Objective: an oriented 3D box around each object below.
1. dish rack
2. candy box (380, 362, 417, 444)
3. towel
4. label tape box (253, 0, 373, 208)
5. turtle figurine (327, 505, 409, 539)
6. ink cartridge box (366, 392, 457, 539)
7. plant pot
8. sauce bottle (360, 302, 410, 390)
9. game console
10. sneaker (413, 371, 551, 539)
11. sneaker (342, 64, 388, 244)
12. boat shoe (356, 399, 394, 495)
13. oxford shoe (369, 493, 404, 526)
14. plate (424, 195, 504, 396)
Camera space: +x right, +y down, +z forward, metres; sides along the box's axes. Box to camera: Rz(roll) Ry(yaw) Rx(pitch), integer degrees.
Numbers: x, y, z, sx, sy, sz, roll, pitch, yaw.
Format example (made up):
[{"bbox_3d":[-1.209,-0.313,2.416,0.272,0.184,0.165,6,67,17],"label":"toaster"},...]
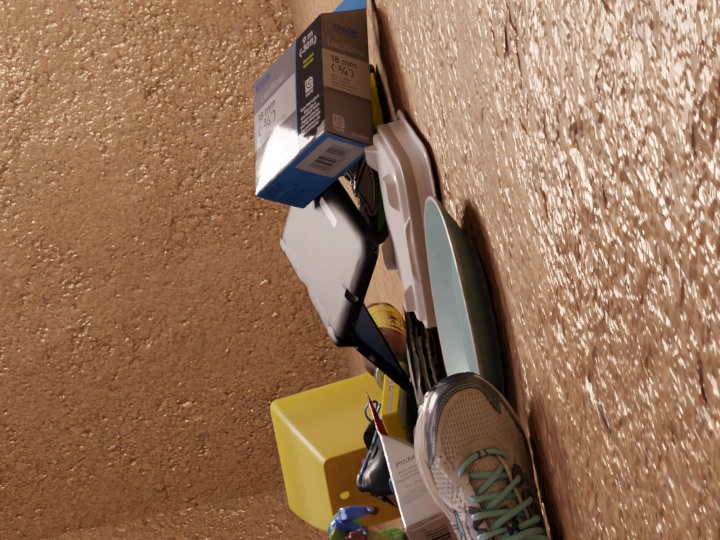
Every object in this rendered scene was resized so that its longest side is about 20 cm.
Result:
[{"bbox_3d":[0.042,-0.044,1.218,0.200,0.043,0.174,-112,12,-71],"label":"dish rack"},{"bbox_3d":[0.061,0.214,1.497,0.103,0.026,0.202,-77,-27,-62],"label":"candy box"},{"bbox_3d":[0.077,0.150,1.402,0.200,0.034,0.195,82,180,-69],"label":"towel"},{"bbox_3d":[-0.051,-0.186,1.361,0.144,0.063,0.203,-36,49,49],"label":"label tape box"},{"bbox_3d":[0.042,0.345,1.406,0.194,0.143,0.202,47,144,33],"label":"turtle figurine"},{"bbox_3d":[0.068,0.228,1.317,0.201,0.056,0.164,-100,-12,-54],"label":"ink cartridge box"},{"bbox_3d":[-0.012,0.302,2.106,0.176,0.197,0.203,-136,34,-66],"label":"plant pot"},{"bbox_3d":[0.031,0.094,1.608,0.200,0.064,0.066,-104,4,-73],"label":"sauce bottle"},{"bbox_3d":[0.000,0.000,1.403,0.200,0.115,0.178,57,136,51],"label":"game console"},{"bbox_3d":[0.095,0.162,0.854,0.086,0.077,0.203,-164,55,-73],"label":"sneaker"},{"bbox_3d":[-0.007,-0.119,1.446,0.078,0.084,0.203,88,170,-70],"label":"sneaker"},{"bbox_3d":[0.032,0.191,1.596,0.200,0.068,0.085,-63,-40,-67],"label":"boat shoe"},{"bbox_3d":[0.048,0.310,1.903,0.200,0.083,0.074,-112,13,-66],"label":"oxford shoe"},{"bbox_3d":[0.079,0.042,0.997,0.200,0.025,0.203,168,90,-87],"label":"plate"}]
